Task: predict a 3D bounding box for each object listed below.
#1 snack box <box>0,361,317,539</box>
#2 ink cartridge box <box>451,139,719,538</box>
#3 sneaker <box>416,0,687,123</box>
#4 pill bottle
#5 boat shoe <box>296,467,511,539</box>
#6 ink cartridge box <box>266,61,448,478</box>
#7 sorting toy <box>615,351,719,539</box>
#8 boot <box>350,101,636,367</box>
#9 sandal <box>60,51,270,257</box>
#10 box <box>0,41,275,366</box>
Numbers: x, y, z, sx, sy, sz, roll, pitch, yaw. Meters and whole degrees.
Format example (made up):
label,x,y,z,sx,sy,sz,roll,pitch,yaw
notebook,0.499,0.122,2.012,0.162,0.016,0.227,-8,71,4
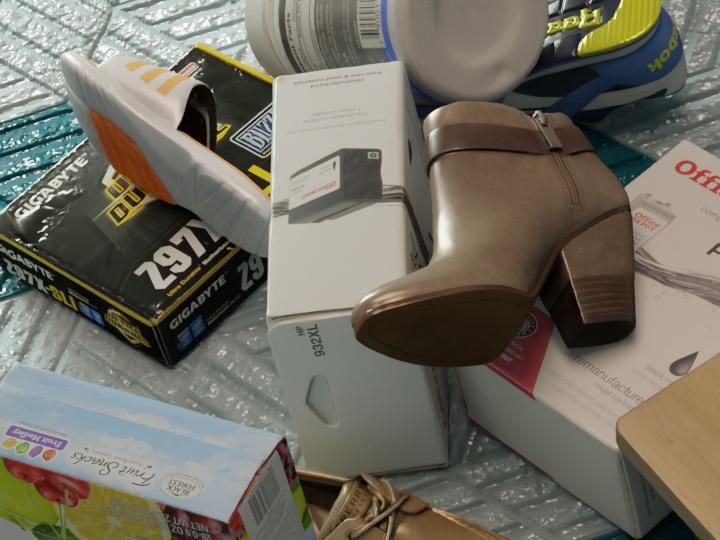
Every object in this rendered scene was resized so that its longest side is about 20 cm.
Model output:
label,x,y,z,sx,sy,sz,roll,pitch,yaw
snack box,-0.103,0.153,1.459,0.168,0.200,0.068,13,52,27
ink cartridge box,0.171,0.034,1.581,0.200,0.083,0.146,-39,49,-21
sneaker,0.116,-0.123,1.764,0.200,0.082,0.074,-10,54,34
pill bottle,0.017,-0.159,1.735,0.114,0.114,0.200,-41,23,-23
boat shoe,0.001,0.149,1.530,0.200,0.065,0.071,8,49,23
ink cartridge box,0.000,0.000,1.618,0.084,0.145,0.200,-7,46,8
sorting toy,0.270,0.115,1.465,0.199,0.070,0.200,-31,60,-17
boot,0.064,-0.026,1.518,0.200,0.070,0.146,2,55,-34
sandal,-0.103,-0.078,1.711,0.207,0.079,0.059,36,62,30
box,-0.112,-0.045,1.764,0.160,0.049,0.200,29,60,34
